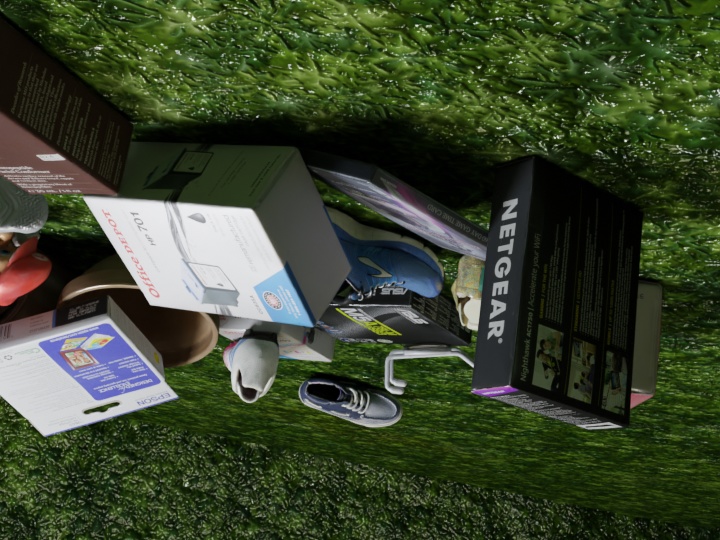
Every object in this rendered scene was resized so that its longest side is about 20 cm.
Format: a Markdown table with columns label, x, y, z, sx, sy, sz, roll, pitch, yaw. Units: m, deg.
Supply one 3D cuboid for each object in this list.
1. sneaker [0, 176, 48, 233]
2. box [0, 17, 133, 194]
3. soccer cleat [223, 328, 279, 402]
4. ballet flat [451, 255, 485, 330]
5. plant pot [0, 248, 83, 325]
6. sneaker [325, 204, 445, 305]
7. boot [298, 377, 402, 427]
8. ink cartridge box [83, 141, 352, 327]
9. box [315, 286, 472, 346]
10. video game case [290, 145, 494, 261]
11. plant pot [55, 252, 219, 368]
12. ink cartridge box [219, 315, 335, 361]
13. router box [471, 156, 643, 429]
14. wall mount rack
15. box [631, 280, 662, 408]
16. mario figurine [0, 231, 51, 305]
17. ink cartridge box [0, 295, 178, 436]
| label | x | y | z | sx | sy | sz | roll | pitch | yaw |
| --- | --- | --- | --- | --- | --- | --- | --- | --- | --- |
| sneaker | -0.419 | -0.075 | 1.177 | 0.199 | 0.076 | 0.114 | 15 | 165 | 1 |
| box | -0.283 | -0.130 | 0.911 | 0.100 | 0.075 | 0.200 | 2 | 161 | 23 |
| soccer cleat | -0.151 | 0.136 | 1.478 | 0.070 | 0.087 | 0.200 | 11 | 164 | -7 |
| ballet flat | 0.134 | 0.033 | 1.255 | 0.070 | 0.071 | 0.200 | 7 | 164 | 8 |
| plant pot | -0.438 | 0.061 | 1.464 | 0.199 | 0.201 | 0.198 | 2 | 156 | 24 |
| sneaker | 0.000 | 0.000 | 1.171 | 0.199 | 0.090 | 0.078 | 18 | 163 | -28 |
| boot | -0.015 | 0.243 | 2.049 | 0.199 | 0.073 | 0.090 | 11 | 170 | -4 |
| ink cartridge box | -0.128 | -0.035 | 1.006 | 0.199 | 0.086 | 0.147 | 4 | 137 | 32 |
| box | 0.020 | 0.053 | 1.421 | 0.192 | 0.048 | 0.200 | 2 | 164 | 28 |
| video game case | 0.045 | -0.053 | 0.981 | 0.200 | 0.019 | 0.143 | 28 | 176 | -34 |
| plant pot | -0.274 | 0.035 | 1.393 | 0.200 | 0.093 | 0.201 | 1 | 147 | 1 |
| ink cartridge box | -0.125 | 0.065 | 1.504 | 0.115 | 0.068 | 0.200 | 1 | 162 | 25 |
| router box | 0.173 | 0.022 | 0.951 | 0.149 | 0.201 | 0.051 | 21 | 159 | -34 |
| wall mount rack | 0.123 | 0.137 | 1.545 | 0.173 | 0.075 | 0.200 | -1 | 179 | 4 |
| box | 0.263 | 0.092 | 1.274 | 0.108 | 0.128 | 0.200 | 8 | 165 | 1 |
| mario figurine | -0.446 | -0.040 | 1.278 | 0.199 | 0.124 | 0.106 | 20 | 151 | 6 |
| ink cartridge box | -0.356 | 0.121 | 1.383 | 0.197 | 0.047 | 0.200 | -16 | 144 | 8 |
